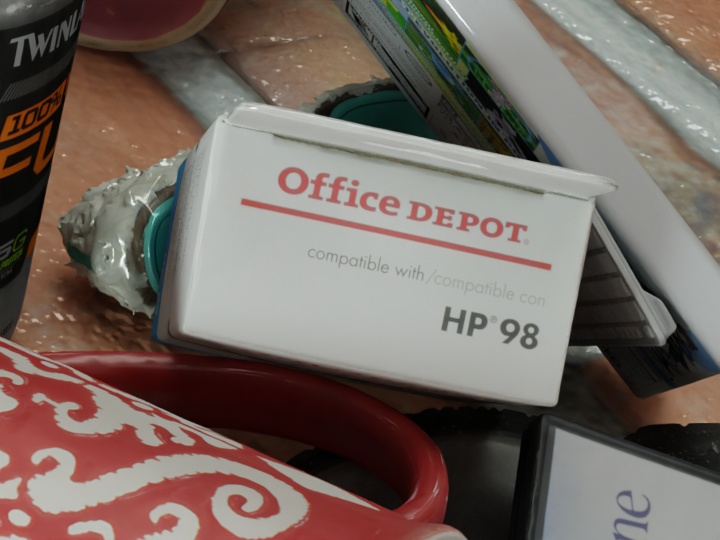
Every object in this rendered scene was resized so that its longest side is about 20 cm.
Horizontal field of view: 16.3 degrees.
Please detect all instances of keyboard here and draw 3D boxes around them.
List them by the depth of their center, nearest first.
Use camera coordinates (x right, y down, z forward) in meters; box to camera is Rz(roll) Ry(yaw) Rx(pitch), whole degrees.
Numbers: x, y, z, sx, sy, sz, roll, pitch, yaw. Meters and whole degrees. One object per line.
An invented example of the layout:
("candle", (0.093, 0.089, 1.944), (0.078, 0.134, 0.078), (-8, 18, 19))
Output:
("keyboard", (0.070, 0.001, 0.860), (0.011, 0.200, 0.056), (-36, 92, -6))

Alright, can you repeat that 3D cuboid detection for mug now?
("mug", (-0.079, 0.088, 0.716), (0.200, 0.134, 0.177), (25, 12, 19))

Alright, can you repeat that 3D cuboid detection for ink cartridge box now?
("ink cartridge box", (0.000, 0.000, 0.780), (0.116, 0.067, 0.200), (12, -4, -7))

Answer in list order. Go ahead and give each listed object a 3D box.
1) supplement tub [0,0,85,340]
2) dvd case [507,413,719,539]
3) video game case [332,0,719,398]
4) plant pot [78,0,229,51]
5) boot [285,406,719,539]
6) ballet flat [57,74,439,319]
("supplement tub", (-0.156, -0.067, 0.816), (0.122, 0.200, 0.123), (11, 35, -8))
("dvd case", (0.132, 0.134, 0.748), (0.200, 0.018, 0.143), (19, 55, -13))
("video game case", (0.057, -0.044, 0.864), (0.022, 0.182, 0.200), (-37, 87, -5))
("plant pot", (-0.089, -0.198, 1.060), (0.200, 0.200, 0.179), (18, 49, 2))
("boot", (0.068, 0.112, 0.785), (0.199, 0.070, 0.132), (-3, 47, -16))
("ballet flat", (-0.031, -0.032, 0.949), (0.200, 0.072, 0.072), (-16, 46, -42))
